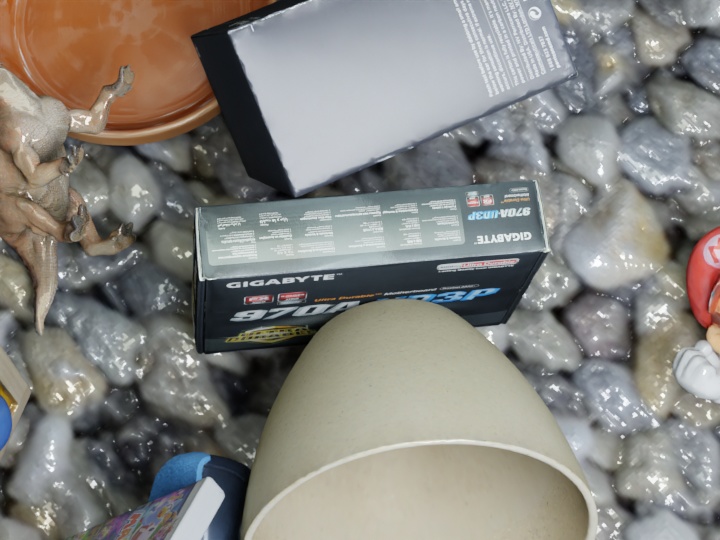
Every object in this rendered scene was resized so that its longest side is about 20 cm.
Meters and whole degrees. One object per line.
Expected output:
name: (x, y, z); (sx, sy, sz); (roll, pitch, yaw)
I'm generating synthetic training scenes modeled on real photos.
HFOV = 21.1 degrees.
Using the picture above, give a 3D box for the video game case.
video game case: (-0.173, 0.194, 1.066); (0.018, 0.200, 0.143); (51, 37, -17)

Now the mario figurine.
mario figurine: (0.269, 0.055, 1.147); (0.123, 0.106, 0.200); (-28, 75, -44)

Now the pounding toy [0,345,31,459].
pounding toy: (-0.272, 0.111, 1.106); (0.142, 0.200, 0.184); (19, 71, 10)

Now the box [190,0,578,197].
box: (0.007, -0.131, 1.173); (0.182, 0.200, 0.104); (-23, 100, -7)

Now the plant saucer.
plant saucer: (-0.155, -0.175, 1.301); (0.200, 0.032, 0.201); (-1, 70, 3)

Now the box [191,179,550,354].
box: (0.000, 0.000, 1.145); (0.200, 0.159, 0.046); (-5, 73, -7)

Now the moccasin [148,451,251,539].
moccasin: (-0.089, 0.207, 1.109); (0.080, 0.068, 0.200); (15, 93, 49)

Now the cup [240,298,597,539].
cup: (0.025, 0.101, 1.114); (0.200, 0.200, 0.143); (-8, 50, 0)

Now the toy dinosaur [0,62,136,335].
toy dinosaur: (-0.220, -0.067, 1.228); (0.135, 0.086, 0.200); (7, 109, 22)
